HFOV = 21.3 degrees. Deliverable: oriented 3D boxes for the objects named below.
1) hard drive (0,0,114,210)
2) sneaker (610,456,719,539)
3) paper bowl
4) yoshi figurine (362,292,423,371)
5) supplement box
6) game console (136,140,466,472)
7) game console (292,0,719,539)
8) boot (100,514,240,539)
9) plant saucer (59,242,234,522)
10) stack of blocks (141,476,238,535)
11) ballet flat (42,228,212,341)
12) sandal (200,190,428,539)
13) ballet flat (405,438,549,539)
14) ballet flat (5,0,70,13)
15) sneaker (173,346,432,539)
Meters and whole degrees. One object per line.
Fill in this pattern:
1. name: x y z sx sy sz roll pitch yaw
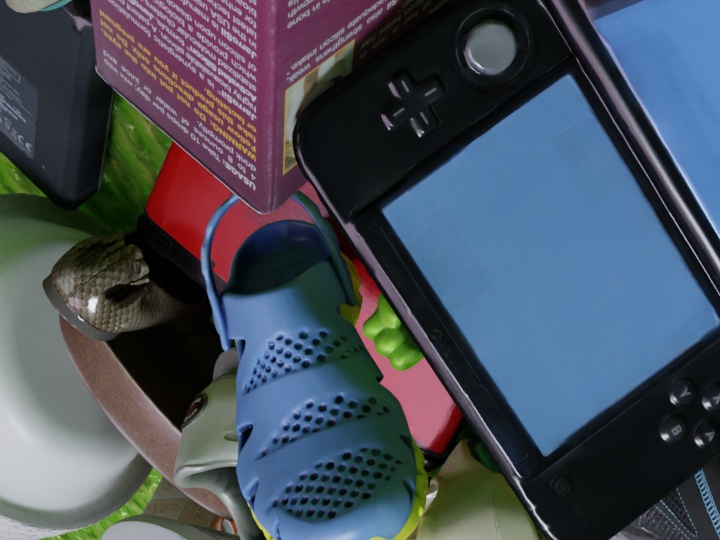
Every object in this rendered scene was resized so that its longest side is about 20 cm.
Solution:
1. hard drive: -0.193 -0.131 1.058 0.139 0.033 0.200 43 153 10
2. sneaker: 0.145 0.095 0.830 0.200 0.073 0.083 31 116 46
3. paper bowl: -0.190 0.053 1.119 0.104 0.201 0.201 -18 113 41
4. yoshi figurine: 0.042 -0.022 0.780 0.200 0.112 0.113 37 136 26
5. supplement box: -0.021 -0.139 0.679 0.103 0.131 0.201 39 152 20
6. game console: 0.000 0.000 0.960 0.200 0.118 0.173 38 121 18
7. game console: 0.103 -0.013 0.659 0.201 0.175 0.116 56 174 -14
8. boot: -0.036 0.174 1.010 0.199 0.095 0.074 23 112 25
9. plant saucer: -0.096 0.069 1.046 0.200 0.034 0.200 45 -171 -9
10. stack of blocks: -0.084 0.185 1.125 0.058 0.201 0.116 -7 124 28
11. ballet flat: -0.110 0.000 1.015 0.067 0.046 0.200 46 -169 8
12. sandal: -0.028 0.037 0.802 0.201 0.079 0.087 -112 1 -46
13. ballet flat: 0.046 0.115 0.848 0.070 0.069 0.200 46 178 4
14. ballet flat: -0.129 -0.167 0.870 0.062 0.068 0.199 24 159 -32
15. sneaker: -0.008 0.131 0.940 0.199 0.089 0.074 35 141 -6
